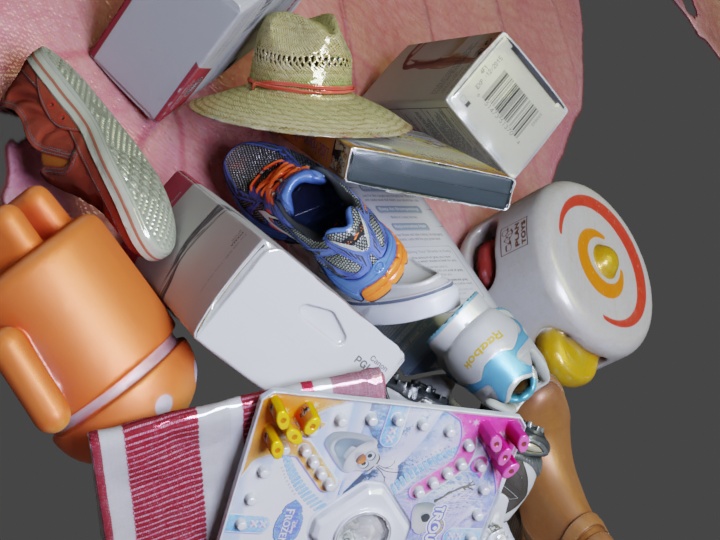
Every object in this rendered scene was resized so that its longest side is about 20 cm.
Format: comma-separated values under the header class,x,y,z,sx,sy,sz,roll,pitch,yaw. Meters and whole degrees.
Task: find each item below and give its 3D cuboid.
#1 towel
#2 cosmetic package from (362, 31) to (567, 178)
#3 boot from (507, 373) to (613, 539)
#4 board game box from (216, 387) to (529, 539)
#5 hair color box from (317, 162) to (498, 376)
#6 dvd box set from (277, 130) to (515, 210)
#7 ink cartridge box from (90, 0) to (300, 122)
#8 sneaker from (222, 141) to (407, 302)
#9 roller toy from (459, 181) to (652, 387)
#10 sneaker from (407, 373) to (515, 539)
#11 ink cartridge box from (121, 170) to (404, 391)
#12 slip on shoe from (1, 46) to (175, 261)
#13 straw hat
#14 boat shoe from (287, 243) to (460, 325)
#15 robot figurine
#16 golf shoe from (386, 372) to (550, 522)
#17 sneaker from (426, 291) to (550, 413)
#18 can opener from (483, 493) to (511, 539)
class,x,y,z,sx,sy,sz,roll,pitch,yaw
towel,-0.076,0.145,0.897,0.197,0.146,0.023,-11,33,-17
cosmetic package,0.091,-0.152,1.251,0.103,0.199,0.087,45,78,-22
boot,0.173,0.203,1.133,0.076,0.203,0.156,-7,31,-21
board game box,0.002,0.182,0.917,0.197,0.202,0.026,8,23,-24
hair color box,0.034,-0.009,1.177,0.098,0.061,0.201,-3,53,-49
dvd box set,0.024,-0.096,1.119,0.144,0.200,0.030,8,103,-22
ink cartridge box,-0.113,-0.232,1.116,0.083,0.147,0.200,44,39,-3
sneaker,-0.042,-0.056,1.037,0.075,0.199,0.079,-48,140,-11
roller toy,0.196,0.014,1.327,0.199,0.139,0.184,-26,88,-51
sneaker,0.086,0.180,1.149,0.201,0.086,0.075,58,31,-8
ink cartridge box,-0.076,0.021,0.970,0.146,0.083,0.200,40,-1,-29
slip on shoe,-0.195,-0.076,0.961,0.201,0.061,0.074,51,9,25
straw hat,-0.048,-0.169,1.099,0.200,0.199,0.086,-11,112,-50
boat shoe,0.000,0.000,1.071,0.073,0.199,0.066,-21,107,-38
robot figurine,-0.186,0.044,0.902,0.116,0.144,0.201,-37,98,-12
golf shoe,0.050,0.139,1.080,0.197,0.078,0.096,21,89,3
sneaker,0.109,0.076,1.074,0.081,0.077,0.200,47,6,15
can opener,0.075,0.263,1.059,0.052,0.066,0.203,0,102,-50
